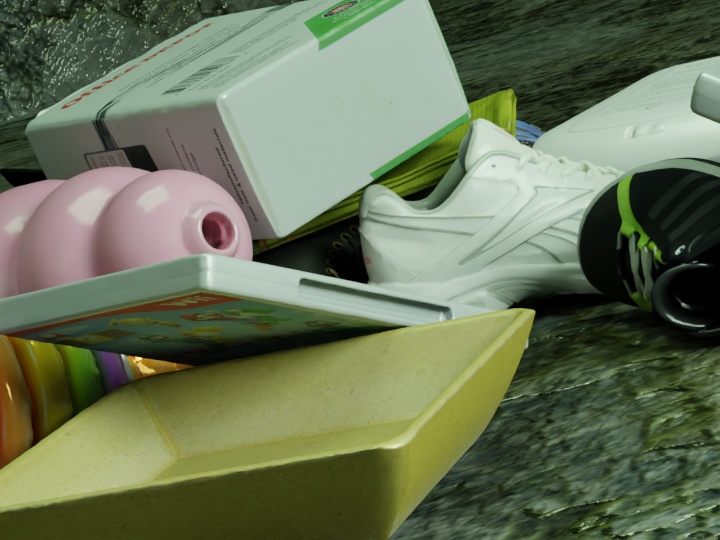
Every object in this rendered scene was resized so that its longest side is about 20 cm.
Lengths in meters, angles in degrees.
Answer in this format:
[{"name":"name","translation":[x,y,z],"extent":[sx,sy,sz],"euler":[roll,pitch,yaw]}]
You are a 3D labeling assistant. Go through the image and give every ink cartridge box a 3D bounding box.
[{"name":"ink cartridge box","translation":[-0.063,-0.080,1.433],"extent":[0.147,0.083,0.200],"euler":[-33,18,-31]}]

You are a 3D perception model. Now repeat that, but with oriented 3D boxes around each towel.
[{"name":"towel","translation":[-0.011,-0.049,1.439],"extent":[0.200,0.018,0.086],"euler":[-21,22,12]}]

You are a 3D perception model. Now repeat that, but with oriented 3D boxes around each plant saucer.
[{"name":"plant saucer","translation":[-0.040,0.077,1.086],"extent":[0.200,0.049,0.200],"euler":[-10,10,21]}]

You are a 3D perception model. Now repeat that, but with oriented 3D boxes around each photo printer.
[{"name":"photo printer","translation":[0.198,-0.074,1.519],"extent":[0.166,0.070,0.200],"euler":[-8,12,33]}]

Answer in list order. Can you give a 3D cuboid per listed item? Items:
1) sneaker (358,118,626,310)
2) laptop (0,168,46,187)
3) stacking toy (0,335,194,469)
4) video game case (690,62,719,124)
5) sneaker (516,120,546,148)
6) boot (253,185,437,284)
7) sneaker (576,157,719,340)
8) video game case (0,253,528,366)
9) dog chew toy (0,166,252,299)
[{"name":"sneaker","translation":[0.091,-0.033,1.359],"extent":[0.200,0.099,0.078],"euler":[-16,10,-5]},{"name":"laptop","translation":[-0.098,-0.043,1.693],"extent":[0.200,0.103,0.177],"euler":[-19,11,-23]},{"name":"stacking toy","translation":[-0.147,0.058,1.252],"extent":[0.200,0.116,0.110],"euler":[-8,7,-36]},{"name":"video game case","translation":[0.271,-0.063,1.192],"extent":[0.200,0.023,0.182],"euler":[25,28,23]},{"name":"sneaker","translation":[0.023,-0.028,1.541],"extent":[0.200,0.075,0.078],"euler":[-24,11,1]},{"name":"boot","translation":[0.000,0.000,1.430],"extent":[0.200,0.078,0.138],"euler":[-30,16,-9]},{"name":"sneaker","translation":[0.152,-0.008,1.210],"extent":[0.083,0.072,0.200],"euler":[-23,12,-34]},{"name":"video game case","translation":[-0.042,0.025,1.201],"extent":[0.200,0.017,0.143],"euler":[12,-17,-44]},{"name":"dog chew toy","translation":[-0.127,0.003,1.353],"extent":[0.124,0.125,0.200],"euler":[-23,1,-40]}]
